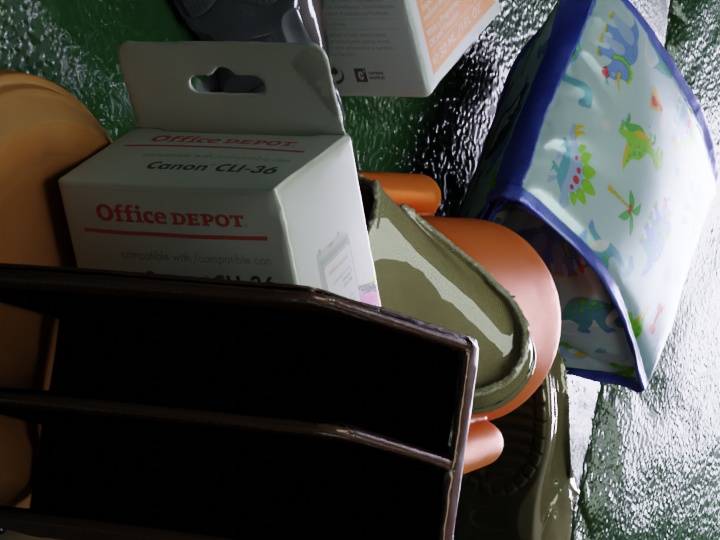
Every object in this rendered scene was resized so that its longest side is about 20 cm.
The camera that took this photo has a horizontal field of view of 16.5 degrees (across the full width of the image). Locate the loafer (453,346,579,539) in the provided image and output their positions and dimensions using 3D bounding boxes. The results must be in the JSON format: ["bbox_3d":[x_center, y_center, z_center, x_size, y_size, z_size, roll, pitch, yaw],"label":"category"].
[{"bbox_3d":[0.091,0.118,1.492,0.067,0.076,0.200,-35,132,-56],"label":"loafer"}]

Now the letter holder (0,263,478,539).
[{"bbox_3d":[-0.078,0.057,0.966,0.142,0.200,0.101,23,73,-59],"label":"letter holder"}]

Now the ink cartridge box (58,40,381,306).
[{"bbox_3d":[-0.058,0.004,1.083,0.067,0.116,0.200,-41,126,-52],"label":"ink cartridge box"}]

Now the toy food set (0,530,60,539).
[{"bbox_3d":[-0.067,0.134,1.126,0.200,0.143,0.061,-32,124,-57],"label":"toy food set"}]

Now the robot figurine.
[{"bbox_3d":[0.030,0.027,1.323,0.200,0.116,0.144,-1,108,-60],"label":"robot figurine"}]

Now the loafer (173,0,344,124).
[{"bbox_3d":[-0.052,-0.143,1.220,0.063,0.072,0.200,-86,165,-46],"label":"loafer"}]

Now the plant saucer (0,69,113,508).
[{"bbox_3d":[-0.146,0.013,1.081,0.200,0.037,0.201,-9,101,-61],"label":"plant saucer"}]

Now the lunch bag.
[{"bbox_3d":[0.129,-0.053,1.483,0.200,0.127,0.170,68,37,-53],"label":"lunch bag"}]

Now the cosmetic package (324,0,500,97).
[{"bbox_3d":[0.005,-0.201,1.299,0.101,0.071,0.200,-52,135,-46],"label":"cosmetic package"}]

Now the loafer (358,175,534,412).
[{"bbox_3d":[0.000,0.000,1.192,0.076,0.200,0.067,-58,-173,-11],"label":"loafer"}]
